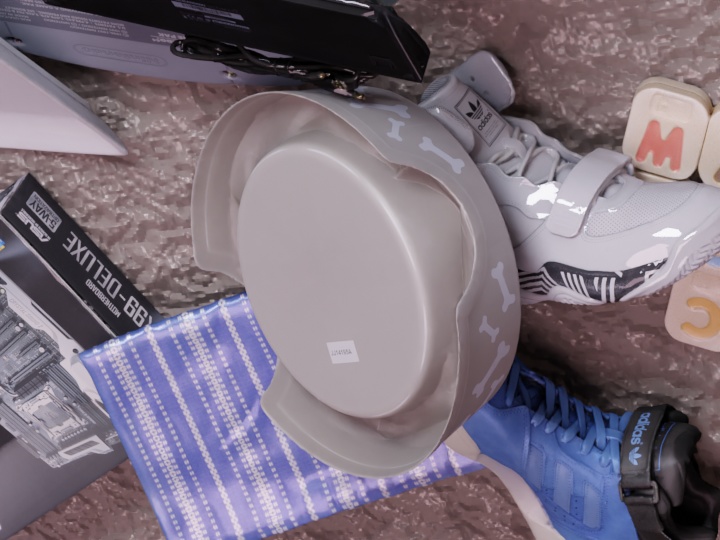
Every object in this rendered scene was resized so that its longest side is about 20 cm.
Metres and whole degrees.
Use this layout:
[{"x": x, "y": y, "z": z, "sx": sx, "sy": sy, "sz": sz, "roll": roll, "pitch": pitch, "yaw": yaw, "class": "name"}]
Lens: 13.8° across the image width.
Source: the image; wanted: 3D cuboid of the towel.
[{"x": -0.034, "y": 0.074, "z": 1.608, "sx": 0.199, "sy": 0.024, "sz": 0.145, "roll": -19, "pitch": 113, "yaw": 9, "class": "towel"}]

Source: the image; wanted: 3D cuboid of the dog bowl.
[{"x": 0.000, "y": 0.000, "z": 1.481, "sx": 0.200, "sy": 0.059, "sz": 0.201, "roll": 28, "pitch": 129, "yaw": 41, "class": "dog bowl"}]

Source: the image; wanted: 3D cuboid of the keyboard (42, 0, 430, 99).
[{"x": -0.062, "y": -0.119, "z": 1.386, "sx": 0.199, "sy": 0.021, "sz": 0.127, "roll": 14, "pitch": 165, "yaw": 18, "class": "keyboard"}]

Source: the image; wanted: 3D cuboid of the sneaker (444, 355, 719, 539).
[{"x": 0.116, "y": 0.083, "z": 1.556, "sx": 0.111, "sy": 0.077, "sz": 0.200, "roll": -17, "pitch": 121, "yaw": 33, "class": "sneaker"}]

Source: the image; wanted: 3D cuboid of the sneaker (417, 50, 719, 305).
[{"x": 0.088, "y": -0.046, "z": 1.481, "sx": 0.199, "sy": 0.075, "sz": 0.115, "roll": -5, "pitch": 118, "yaw": 35, "class": "sneaker"}]

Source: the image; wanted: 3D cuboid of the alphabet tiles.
[{"x": 0.225, "y": -0.029, "z": 1.492, "sx": 0.199, "sy": 0.015, "sz": 0.196, "roll": 16, "pitch": 125, "yaw": 9, "class": "alphabet tiles"}]

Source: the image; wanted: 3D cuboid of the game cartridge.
[{"x": -0.125, "y": -0.142, "z": 1.483, "sx": 0.199, "sy": 0.041, "sz": 0.133, "roll": 10, "pitch": 155, "yaw": 12, "class": "game cartridge"}]

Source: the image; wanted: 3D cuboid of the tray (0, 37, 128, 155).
[{"x": -0.208, "y": -0.107, "z": 1.523, "sx": 0.107, "sy": 0.022, "sz": 0.200, "roll": 6, "pitch": 163, "yaw": 30, "class": "tray"}]

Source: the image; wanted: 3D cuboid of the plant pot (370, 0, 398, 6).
[{"x": -0.030, "y": -0.250, "z": 1.342, "sx": 0.187, "sy": 0.200, "sz": 0.201, "roll": 26, "pitch": 126, "yaw": 10, "class": "plant pot"}]

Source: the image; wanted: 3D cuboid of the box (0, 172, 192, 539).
[{"x": -0.206, "y": 0.059, "z": 1.677, "sx": 0.200, "sy": 0.050, "sz": 0.158, "roll": -33, "pitch": 106, "yaw": 32, "class": "box"}]
